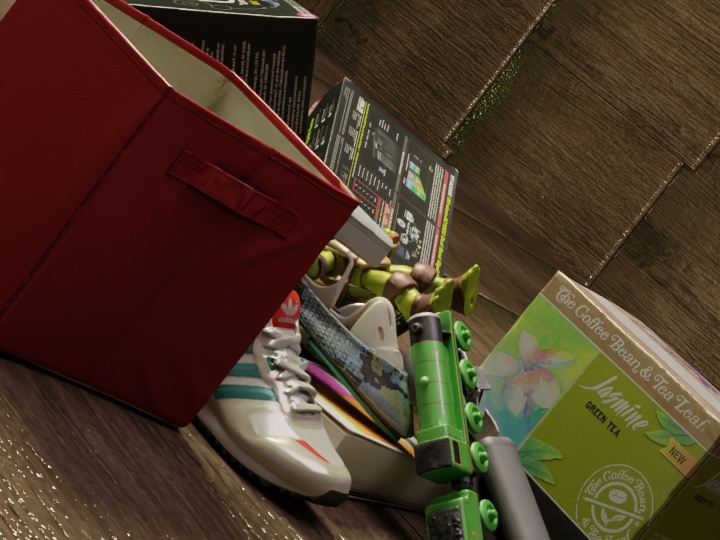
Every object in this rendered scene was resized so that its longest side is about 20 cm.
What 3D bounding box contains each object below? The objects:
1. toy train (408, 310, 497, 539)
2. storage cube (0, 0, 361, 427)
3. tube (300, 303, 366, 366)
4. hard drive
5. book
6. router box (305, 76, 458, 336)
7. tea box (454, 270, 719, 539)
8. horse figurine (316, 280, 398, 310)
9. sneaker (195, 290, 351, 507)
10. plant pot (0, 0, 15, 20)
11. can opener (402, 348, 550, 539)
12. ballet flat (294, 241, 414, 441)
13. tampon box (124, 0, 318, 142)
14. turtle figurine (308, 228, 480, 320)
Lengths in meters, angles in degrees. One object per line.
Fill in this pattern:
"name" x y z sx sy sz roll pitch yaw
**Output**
"toy train" 0.059 0.117 1.258 0.056 0.042 0.200 29 48 -53
"storage cube" -0.145 -0.045 1.109 0.171 0.180 0.200 29 12 -46
"tube" -0.014 0.059 1.453 0.200 0.052 0.058 154 -80 -80
"hard drive" -0.073 -0.083 1.307 0.200 0.026 0.132 38 4 -21
"book" -0.019 0.103 1.301 0.134 0.048 0.200 42 8 30
"router box" 0.008 -0.058 1.663 0.150 0.062 0.200 38 36 -21
"tea box" 0.176 0.146 1.368 0.134 0.197 0.200 29 12 -48
"horse figurine" -0.057 0.010 1.542 0.200 0.050 0.133 21 -6 -36
"sneaker" -0.063 0.060 1.177 0.200 0.093 0.070 44 11 31
"plant pot" -0.259 -0.163 1.298 0.184 0.200 0.200 55 15 22
"can opener" 0.076 0.141 1.310 0.067 0.053 0.200 6 48 -32
"ballet flat" -0.018 0.026 1.272 0.200 0.074 0.074 46 10 4
"tampon box" -0.153 -0.175 1.606 0.200 0.126 0.150 3 15 -15
"turtle figurine" 0.000 0.000 1.428 0.161 0.064 0.200 22 9 24
